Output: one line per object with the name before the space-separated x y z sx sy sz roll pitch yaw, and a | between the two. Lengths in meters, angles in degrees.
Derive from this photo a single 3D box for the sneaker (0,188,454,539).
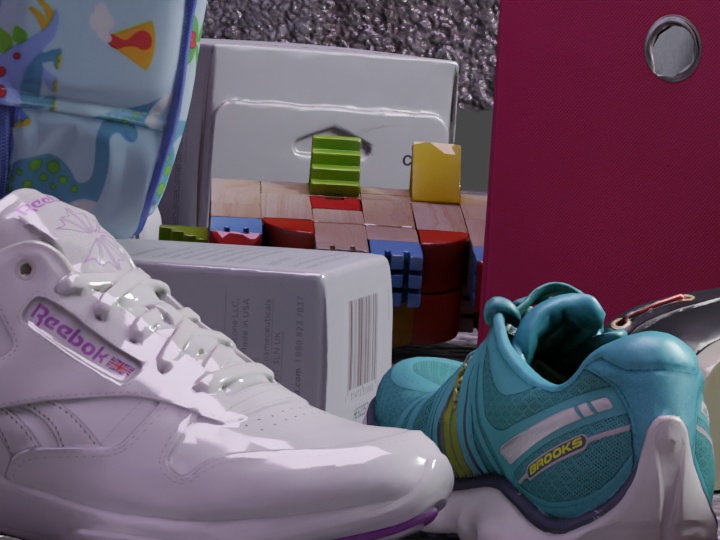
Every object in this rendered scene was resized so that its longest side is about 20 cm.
sneaker | -0.070 0.031 0.786 0.199 0.100 0.075 7 3 22

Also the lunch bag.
lunch bag | -0.103 -0.112 1.031 0.082 0.201 0.161 8 3 -12

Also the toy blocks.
toy blocks | 0.000 0.000 1.392 0.199 0.101 0.137 4 16 -3

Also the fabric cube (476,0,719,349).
fabric cube | 0.184 -0.043 1.288 0.195 0.201 0.200 8 6 37

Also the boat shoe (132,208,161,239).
boat shoe | -0.200 -0.020 1.541 0.199 0.072 0.066 5 9 33

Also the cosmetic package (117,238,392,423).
cosmetic package | -0.096 0.025 1.026 0.199 0.075 0.102 3 4 14

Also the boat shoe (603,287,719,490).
boat shoe | 0.155 0.035 1.058 0.063 0.074 0.201 18 17 40

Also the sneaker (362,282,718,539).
sneaker | 0.056 0.043 0.848 0.077 0.080 0.200 2 4 -19

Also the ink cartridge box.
ink cartridge box | -0.047 -0.055 1.612 0.144 0.146 0.200 3 4 -18
